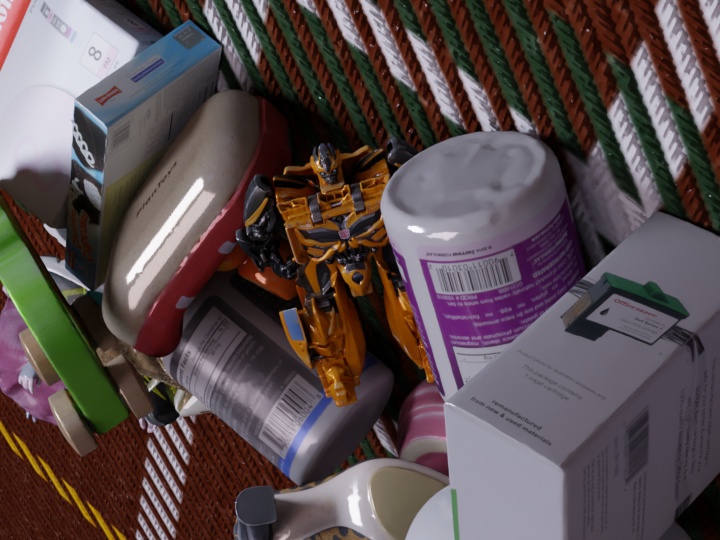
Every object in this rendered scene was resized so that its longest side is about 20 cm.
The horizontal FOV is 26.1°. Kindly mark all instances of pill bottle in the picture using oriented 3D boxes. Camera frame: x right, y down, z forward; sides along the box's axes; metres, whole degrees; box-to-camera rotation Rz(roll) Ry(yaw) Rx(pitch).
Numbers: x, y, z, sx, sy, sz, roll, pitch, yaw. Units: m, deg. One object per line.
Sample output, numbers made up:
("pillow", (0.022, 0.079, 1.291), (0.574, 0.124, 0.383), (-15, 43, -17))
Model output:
("pill bottle", (-0.081, 0.063, 1.204), (0.199, 0.114, 0.114), (39, 146, 16))
("pill bottle", (0.090, 0.025, 0.964), (0.112, 0.112, 0.202), (14, 133, 42))

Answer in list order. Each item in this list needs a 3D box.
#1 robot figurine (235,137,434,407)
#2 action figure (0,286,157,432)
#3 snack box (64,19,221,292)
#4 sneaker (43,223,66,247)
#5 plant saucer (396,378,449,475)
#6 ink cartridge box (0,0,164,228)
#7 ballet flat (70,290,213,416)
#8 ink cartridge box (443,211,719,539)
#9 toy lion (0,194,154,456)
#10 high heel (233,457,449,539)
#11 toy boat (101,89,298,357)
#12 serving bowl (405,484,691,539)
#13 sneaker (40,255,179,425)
("robot figurine", (0.000, 0.000, 1.040), (0.059, 0.143, 0.201), (-102, -4, -46))
("action figure", (-0.256, 0.074, 1.469), (0.199, 0.150, 0.134), (-23, 137, 38))
("snack box", (-0.164, -0.081, 1.153), (0.037, 0.116, 0.201), (39, 146, 15))
("sneaker", (-0.225, -0.089, 1.256), (0.084, 0.074, 0.202), (14, 134, 41))
("plant saucer", (0.100, 0.170, 1.156), (0.199, 0.051, 0.202), (30, 142, 26))
("ink cartridge box", (-0.257, -0.154, 1.180), (0.199, 0.057, 0.164), (35, 111, 15))
("ballet flat", (-0.156, 0.081, 1.289), (0.198, 0.071, 0.066), (25, 108, -14))
("ink cartridge box", (0.144, 0.084, 0.880), (0.084, 0.200, 0.147), (28, 141, 33))
("toy lion", (-0.236, 0.011, 1.115), (0.193, 0.068, 0.200), (63, 170, -28))
("high heel", (0.004, 0.186, 1.150), (0.197, 0.072, 0.143), (2, 161, -2))
("toy boat", (-0.096, -0.019, 1.104), (0.130, 0.131, 0.200), (31, 115, -20))
("serving bowl", (0.126, 0.170, 0.982), (0.199, 0.199, 0.067), (17, 103, 40))
("sneaker", (-0.223, 0.060, 1.332), (0.199, 0.085, 0.074), (30, 161, -3))
